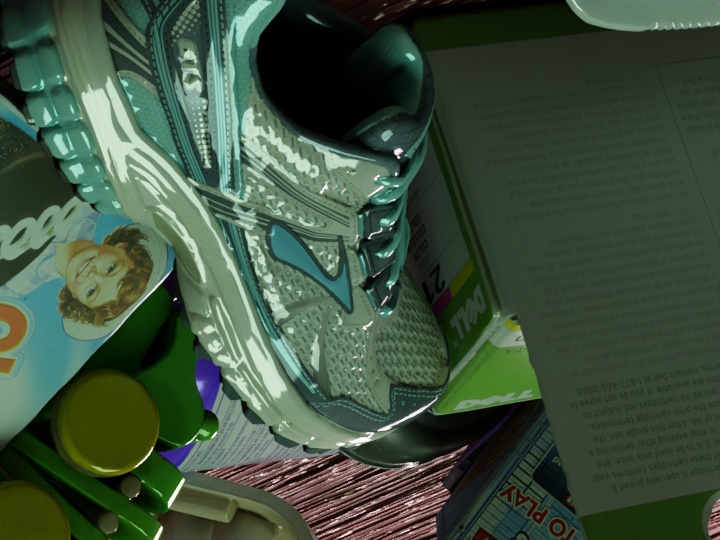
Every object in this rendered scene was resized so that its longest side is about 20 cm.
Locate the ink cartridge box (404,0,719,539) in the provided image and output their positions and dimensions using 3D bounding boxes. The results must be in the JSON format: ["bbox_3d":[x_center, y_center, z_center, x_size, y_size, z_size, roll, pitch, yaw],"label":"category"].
[{"bbox_3d":[0.095,0.020,0.821,0.147,0.201,0.076,-8,159,-23],"label":"ink cartridge box"}]

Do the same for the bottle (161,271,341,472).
[{"bbox_3d":[-0.061,0.031,0.915,0.199,0.065,0.084,-5,144,-31],"label":"bottle"}]

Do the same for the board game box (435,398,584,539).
[{"bbox_3d":[0.083,0.059,0.963,0.200,0.062,0.200,-51,-178,-29],"label":"board game box"}]

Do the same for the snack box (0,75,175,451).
[{"bbox_3d":[-0.152,0.032,0.718,0.200,0.037,0.116,-47,137,2],"label":"snack box"}]

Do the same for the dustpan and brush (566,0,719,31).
[{"bbox_3d":[0.168,-0.094,0.771,0.139,0.058,0.200,-12,-169,43],"label":"dustpan and brush"}]

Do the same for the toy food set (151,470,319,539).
[{"bbox_3d":[-0.096,0.109,1.003,0.199,0.061,0.144,13,165,13],"label":"toy food set"}]

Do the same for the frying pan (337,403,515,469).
[{"bbox_3d":[0.012,-0.011,0.880,0.115,0.031,0.190,-48,132,-19],"label":"frying pan"}]

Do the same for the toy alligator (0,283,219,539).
[{"bbox_3d":[-0.069,0.049,0.783,0.200,0.054,0.059,-52,-166,-23],"label":"toy alligator"}]

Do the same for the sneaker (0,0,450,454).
[{"bbox_3d":[-0.013,-0.020,0.721,0.086,0.078,0.200,-19,139,19],"label":"sneaker"}]
